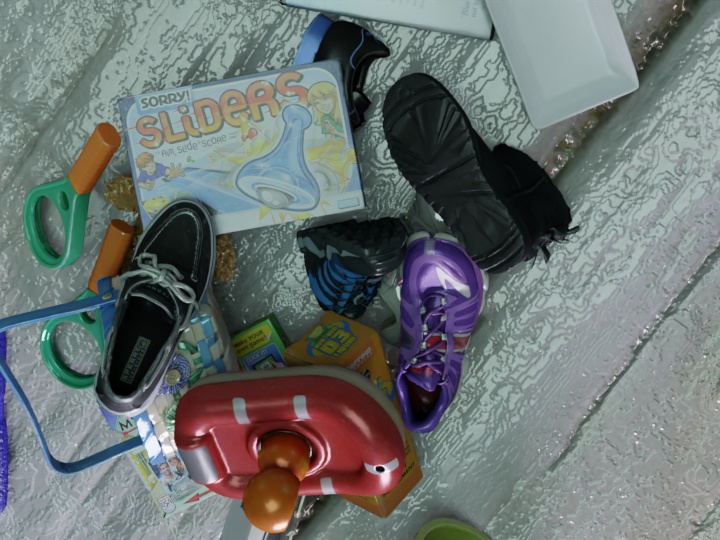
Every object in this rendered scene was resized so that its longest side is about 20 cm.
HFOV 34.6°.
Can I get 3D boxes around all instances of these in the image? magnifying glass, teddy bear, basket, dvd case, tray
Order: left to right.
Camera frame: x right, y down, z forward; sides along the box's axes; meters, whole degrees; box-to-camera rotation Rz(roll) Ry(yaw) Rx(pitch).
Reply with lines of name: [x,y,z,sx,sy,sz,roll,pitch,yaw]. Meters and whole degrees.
magnifying glass: [-0.268,-0.069,1.071,0.200,0.022,0.080,-43,72,44]
magnifying glass: [-0.260,0.035,1.122,0.080,0.022,0.200,32,120,8]
basket: [-0.215,0.090,1.054,0.200,0.139,0.177,-17,125,-1]
teddy bear: [-0.181,-0.037,1.117,0.145,0.067,0.200,14,109,12]
dvd case: [0.035,-0.296,1.046,0.200,0.018,0.143,9,102,-5]
tray: [0.170,-0.239,1.046,0.107,0.022,0.200,-22,103,1]

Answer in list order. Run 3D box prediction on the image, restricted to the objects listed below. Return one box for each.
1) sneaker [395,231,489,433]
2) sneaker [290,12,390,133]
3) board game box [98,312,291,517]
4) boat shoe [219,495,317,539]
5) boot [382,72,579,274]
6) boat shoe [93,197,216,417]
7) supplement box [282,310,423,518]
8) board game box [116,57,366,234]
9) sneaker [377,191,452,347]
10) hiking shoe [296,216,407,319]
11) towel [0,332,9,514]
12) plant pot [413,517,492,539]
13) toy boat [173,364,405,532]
sneaker: [0.067,0.059,1.019,0.080,0.083,0.200,6,121,11]
sneaker: [-0.040,-0.133,1.073,0.078,0.070,0.200,23,101,8]
board game box: [-0.143,0.147,1.160,0.200,0.029,0.135,-28,98,10]
boat shoe: [-0.074,0.201,1.122,0.064,0.071,0.200,20,96,-32]
boot: [0.110,-0.088,1.023,0.073,0.162,0.198,-35,86,27]
boat shoe: [-0.170,0.021,0.959,0.073,0.068,0.200,25,67,-4]
supplement box: [-0.004,0.137,1.074,0.069,0.067,0.200,19,140,41]
board game box: [-0.104,-0.105,1.031,0.200,0.034,0.136,-11,96,3]
sneaker: [0.052,-0.009,1.083,0.088,0.081,0.200,0,100,4]
hiking shoe: [0.000,0.000,1.035,0.074,0.200,0.087,-13,96,-14]
towel: [-0.435,0.152,1.179,0.147,0.050,0.200,3,101,6]
plant pot: [0.061,0.376,1.120,0.200,0.200,0.190,44,115,-4]
toy boat: [-0.063,0.161,0.964,0.200,0.131,0.131,-6,128,13]
